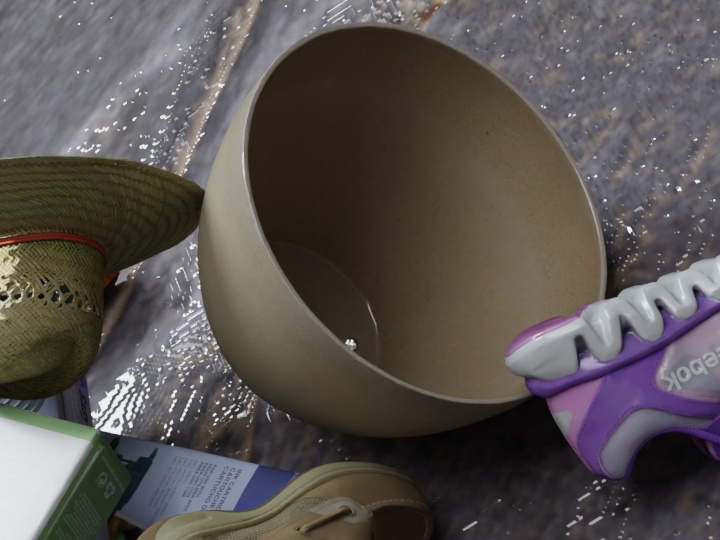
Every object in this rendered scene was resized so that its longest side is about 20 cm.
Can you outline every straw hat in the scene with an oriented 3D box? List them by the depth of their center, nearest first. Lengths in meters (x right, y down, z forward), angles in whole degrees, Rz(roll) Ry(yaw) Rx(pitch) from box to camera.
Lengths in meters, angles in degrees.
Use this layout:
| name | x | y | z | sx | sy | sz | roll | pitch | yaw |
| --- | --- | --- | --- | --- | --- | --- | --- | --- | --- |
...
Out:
| name | x | y | z | sx | sy | sz | roll | pitch | yaw |
| --- | --- | --- | --- | --- | --- | --- | --- | --- | --- |
| straw hat | -0.167 | 0.016 | 1.440 | 0.200 | 0.201 | 0.086 | -14 | 71 | 24 |

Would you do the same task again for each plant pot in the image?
| name | x | y | z | sx | sy | sz | roll | pitch | yaw |
| --- | --- | --- | --- | --- | --- | --- | --- | --- | --- |
| plant pot | 0.000 | 0.000 | 1.442 | 0.134 | 0.199 | 0.201 | -41 | 33 | 48 |

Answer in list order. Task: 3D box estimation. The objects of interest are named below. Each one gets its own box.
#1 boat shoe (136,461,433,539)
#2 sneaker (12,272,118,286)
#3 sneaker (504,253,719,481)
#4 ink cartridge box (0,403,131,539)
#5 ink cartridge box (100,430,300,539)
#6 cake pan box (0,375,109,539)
| name | x | y | z | sx | sy | sz | roll | pitch | yaw |
| --- | --- | --- | --- | --- | --- | --- | --- | --- | --- |
| boat shoe | -0.025 | 0.139 | 1.352 | 0.064 | 0.200 | 0.072 | 29 | 116 | 32 |
| sneaker | -0.224 | -0.014 | 1.659 | 0.200 | 0.075 | 0.079 | 24 | 75 | 44 |
| sneaker | 0.170 | 0.037 | 1.367 | 0.199 | 0.080 | 0.089 | -22 | 89 | -6 |
| ink cartridge box | -0.219 | 0.148 | 1.409 | 0.145 | 0.048 | 0.201 | 12 | 58 | 31 |
| ink cartridge box | -0.098 | 0.147 | 1.477 | 0.199 | 0.042 | 0.120 | 10 | 64 | 36 |
| cake pan box | -0.225 | 0.131 | 1.495 | 0.199 | 0.052 | 0.185 | -22 | 45 | 7 |
